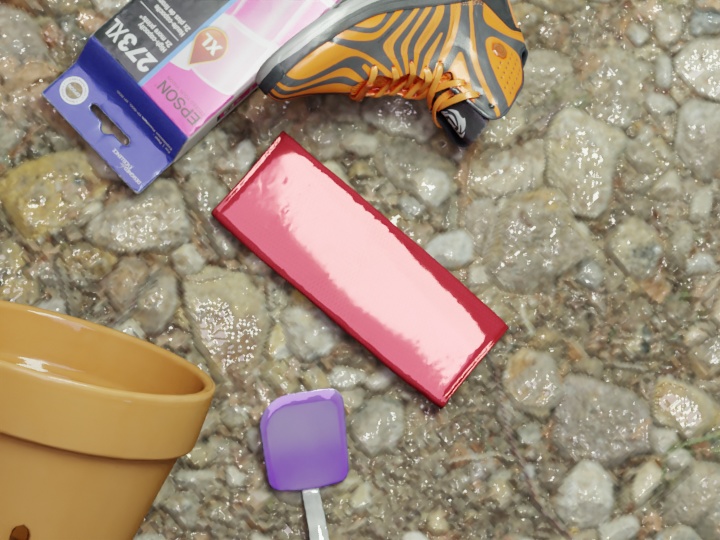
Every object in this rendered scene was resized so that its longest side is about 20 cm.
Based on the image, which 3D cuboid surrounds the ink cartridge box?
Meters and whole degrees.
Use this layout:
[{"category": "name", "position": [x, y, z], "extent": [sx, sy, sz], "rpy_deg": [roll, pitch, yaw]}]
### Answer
[{"category": "ink cartridge box", "position": [-0.107, -0.153, 1.377], "extent": [0.200, 0.037, 0.095], "rpy_deg": [-44, 87, -8]}]

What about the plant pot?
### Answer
[{"category": "plant pot", "position": [-0.202, 0.109, 1.269], "extent": [0.199, 0.200, 0.141], "rpy_deg": [17, 98, -2]}]

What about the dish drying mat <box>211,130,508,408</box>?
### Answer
[{"category": "dish drying mat", "position": [0.000, 0.000, 1.378], "extent": [0.200, 0.018, 0.077], "rpy_deg": [40, 80, 3]}]

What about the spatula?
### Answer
[{"category": "spatula", "position": [-0.027, 0.179, 1.345], "extent": [0.056, 0.021, 0.201], "rpy_deg": [-7, 82, -7]}]

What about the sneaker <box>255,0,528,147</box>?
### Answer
[{"category": "sneaker", "position": [0.034, -0.126, 1.348], "extent": [0.200, 0.078, 0.112], "rpy_deg": [-26, 86, -29]}]
